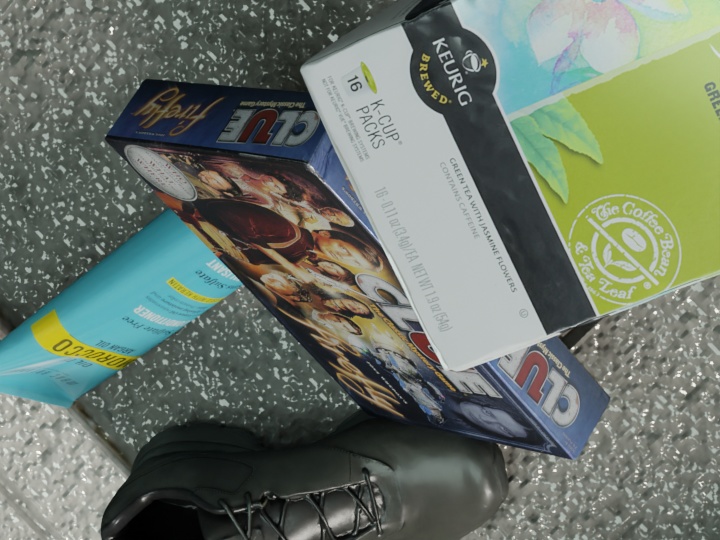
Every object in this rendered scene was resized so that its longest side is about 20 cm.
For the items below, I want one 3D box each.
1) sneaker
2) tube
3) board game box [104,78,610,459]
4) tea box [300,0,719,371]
[{"bbox_3d":[-0.028,0.112,1.138,0.199,0.091,0.076,-10,104,23],"label":"sneaker"},{"bbox_3d":[-0.095,0.006,1.143,0.200,0.077,0.051,-35,53,27],"label":"tube"},{"bbox_3d":[0.000,0.000,1.032,0.135,0.035,0.200,8,149,49],"label":"board game box"},{"bbox_3d":[0.117,-0.080,0.947,0.196,0.200,0.134,-23,99,27],"label":"tea box"}]
